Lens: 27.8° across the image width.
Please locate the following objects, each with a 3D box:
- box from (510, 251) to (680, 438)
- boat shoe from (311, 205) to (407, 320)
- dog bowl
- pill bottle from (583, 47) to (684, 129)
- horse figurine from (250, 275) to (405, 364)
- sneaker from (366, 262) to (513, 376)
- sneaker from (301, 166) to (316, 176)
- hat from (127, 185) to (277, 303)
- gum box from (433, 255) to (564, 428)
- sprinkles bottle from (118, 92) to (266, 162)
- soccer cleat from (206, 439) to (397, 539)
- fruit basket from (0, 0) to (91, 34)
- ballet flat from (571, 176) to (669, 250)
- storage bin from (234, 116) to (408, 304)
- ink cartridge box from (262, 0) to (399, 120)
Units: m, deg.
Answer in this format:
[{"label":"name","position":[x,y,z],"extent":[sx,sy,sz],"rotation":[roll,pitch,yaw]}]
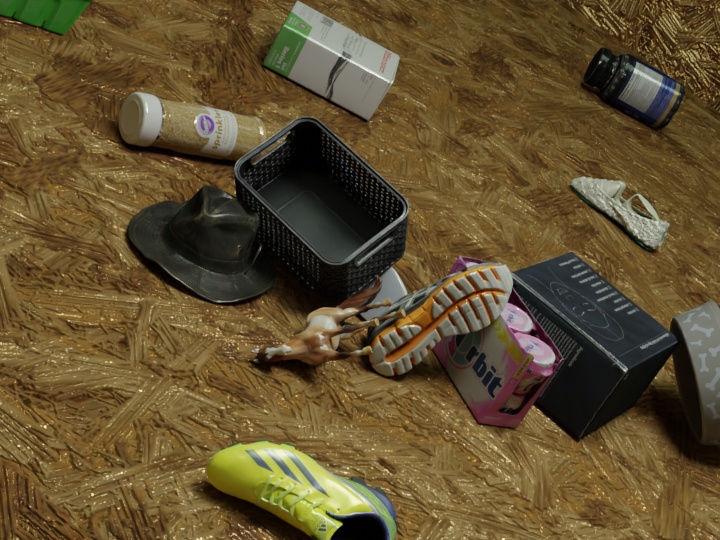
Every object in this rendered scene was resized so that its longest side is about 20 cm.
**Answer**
[{"label":"box","position":[0.283,0.093,1.911],"extent":[0.196,0.124,0.200],"rotation":[39,27,21]},{"label":"boat shoe","position":[0.000,0.000,1.852],"extent":[0.200,0.070,0.066],"rotation":[46,8,21]},{"label":"dog bowl","position":[0.467,0.143,1.962],"extent":[0.058,0.201,0.200],"rotation":[-12,31,2]},{"label":"pill bottle","position":[0.585,-0.395,3.116],"extent":[0.199,0.112,0.112],"rotation":[27,26,-6]},{"label":"horse figurine","position":[-0.028,0.067,1.669],"extent":[0.200,0.132,0.050],"rotation":[-48,123,-64]},{"label":"sneaker","position":[0.089,0.045,1.743],"extent":[0.079,0.199,0.077],"rotation":[62,-2,-27]},{"label":"sneaker","position":[-0.016,-0.092,1.945],"extent":[0.199,0.105,0.076],"rotation":[8,34,-38]},{"label":"hat","position":[-0.172,-0.049,1.730],"extent":[0.200,0.081,0.201],"rotation":[25,27,-14]},{"label":"gum box","position":[0.160,0.091,1.795],"extent":[0.066,0.114,0.200],"rotation":[11,32,-35]},{"label":"sprinkles bottle","position":[-0.222,-0.188,1.941],"extent":[0.199,0.068,0.068],"rotation":[7,34,-41]},{"label":"soccer cleat","position":[-0.053,0.222,1.394],"extent":[0.199,0.065,0.084],"rotation":[22,29,-18]},{"label":"fruit basket","position":[-0.457,-0.460,2.026],"extent":[0.214,0.216,0.156],"rotation":[14,30,-30]},{"label":"ballet flat","position":[0.460,-0.116,2.541],"extent":[0.200,0.072,0.072],"rotation":[42,28,24]},{"label":"storage bin","position":[-0.049,-0.075,1.790],"extent":[0.135,0.094,0.200],"rotation":[-38,65,-22]},{"label":"ink cartridge box","position":[-0.045,-0.345,2.389],"extent":[0.199,0.085,0.146],"rotation":[28,26,-6]}]
